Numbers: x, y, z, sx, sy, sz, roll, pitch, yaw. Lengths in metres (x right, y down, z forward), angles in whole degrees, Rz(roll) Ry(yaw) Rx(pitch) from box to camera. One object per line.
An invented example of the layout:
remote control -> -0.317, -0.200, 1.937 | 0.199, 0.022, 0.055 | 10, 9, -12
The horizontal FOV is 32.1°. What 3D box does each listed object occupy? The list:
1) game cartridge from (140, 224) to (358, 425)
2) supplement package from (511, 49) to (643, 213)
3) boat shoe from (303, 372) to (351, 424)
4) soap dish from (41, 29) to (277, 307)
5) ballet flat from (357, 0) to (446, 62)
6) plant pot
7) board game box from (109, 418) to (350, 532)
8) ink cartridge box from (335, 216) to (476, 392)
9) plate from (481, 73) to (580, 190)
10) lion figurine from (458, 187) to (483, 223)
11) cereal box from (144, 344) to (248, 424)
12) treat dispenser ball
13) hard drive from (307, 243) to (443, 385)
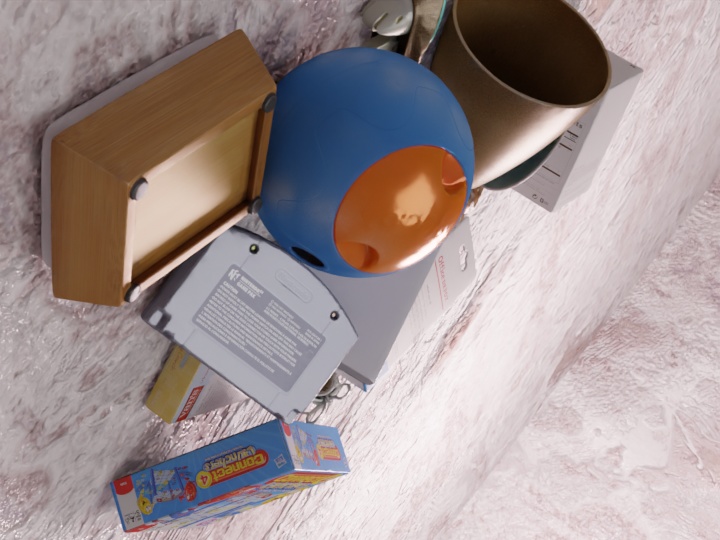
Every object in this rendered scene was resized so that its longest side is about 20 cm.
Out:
game cartridge -> -0.097, 0.045, 1.189 | 0.133, 0.041, 0.200 | -51, 124, -4
supplement package -> 0.276, -0.204, 1.707 | 0.121, 0.120, 0.200 | -29, 148, -50
boat shoe -> -0.053, 0.121, 1.367 | 0.075, 0.086, 0.202 | -52, 163, -20
soap dish -> -0.149, -0.074, 0.952 | 0.200, 0.081, 0.158 | -41, 156, -40
ballet flat -> 0.026, -0.219, 1.192 | 0.072, 0.068, 0.200 | -15, 143, -34
plant pot -> 0.143, -0.187, 1.374 | 0.186, 0.186, 0.200 | -39, 170, -40
board game box -> -0.133, 0.222, 1.347 | 0.195, 0.056, 0.200 | -22, 165, 13
ink cartridge box -> 0.040, 0.023, 1.398 | 0.200, 0.068, 0.116 | -43, 145, -24
plate -> 0.193, -0.184, 1.465 | 0.026, 0.200, 0.200 | 20, 106, -31
lion figurine -> 0.085, -0.090, 1.510 | 0.200, 0.072, 0.123 | -10, 124, -59
cereal box -> -0.129, 0.077, 1.305 | 0.144, 0.039, 0.200 | -62, 160, 15
treat dispenser ball -> 0.000, -0.094, 1.098 | 0.201, 0.201, 0.201 | -47, 159, -25
hard drive -> 0.000, 0.000, 1.302 | 0.200, 0.132, 0.026 | -63, -167, -21
